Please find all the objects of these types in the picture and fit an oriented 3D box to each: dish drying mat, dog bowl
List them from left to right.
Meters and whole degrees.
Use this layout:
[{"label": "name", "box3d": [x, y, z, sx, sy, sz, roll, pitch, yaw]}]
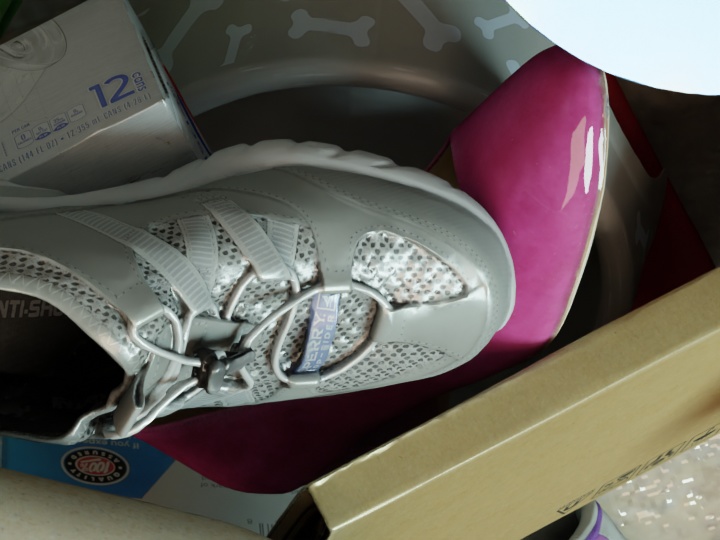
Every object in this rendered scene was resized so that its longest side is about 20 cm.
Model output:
[{"label": "dog bowl", "box3d": [-0.003, -0.013, 0.863, 0.199, 0.059, 0.200, 2, 133, 2]}, {"label": "dish drying mat", "box3d": [0.055, -0.033, 0.894, 0.077, 0.018, 0.200, -20, 128, 17]}]

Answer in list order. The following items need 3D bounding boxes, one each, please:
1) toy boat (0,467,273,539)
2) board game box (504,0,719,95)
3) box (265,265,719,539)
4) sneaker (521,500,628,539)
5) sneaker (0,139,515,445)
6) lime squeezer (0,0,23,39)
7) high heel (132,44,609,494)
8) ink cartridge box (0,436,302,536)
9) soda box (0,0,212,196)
[{"label": "toy boat", "box3d": [-0.093, 0.117, 0.707, 0.200, 0.130, 0.131, 16, 84, -17]}, {"label": "board game box", "box3d": [0.098, -0.147, 0.718, 0.158, 0.039, 0.201, 3, 110, -23]}, {"label": "box", "box3d": [0.054, 0.054, 0.835, 0.200, 0.021, 0.164, -25, 164, -22]}, {"label": "sneaker", "box3d": [0.044, 0.165, 0.959, 0.072, 0.201, 0.114, -1, 135, 33]}, {"label": "sneaker", "box3d": [-0.053, 0.019, 0.708, 0.199, 0.082, 0.075, -3, 124, -15]}, {"label": "lime squeezer", "box3d": [-0.056, -0.109, 0.801, 0.200, 0.038, 0.071, -25, 108, 20]}, {"label": "high heel", "box3d": [0.000, 0.000, 0.791, 0.096, 0.068, 0.200, 8, 147, -17]}, {"label": "ink cartridge box", "box3d": [-0.060, 0.169, 0.933, 0.147, 0.200, 0.145, 7, 129, -11]}, {"label": "soda box", "box3d": [-0.135, 0.004, 0.764, 0.200, 0.063, 0.068, -27, 129, 1]}]
